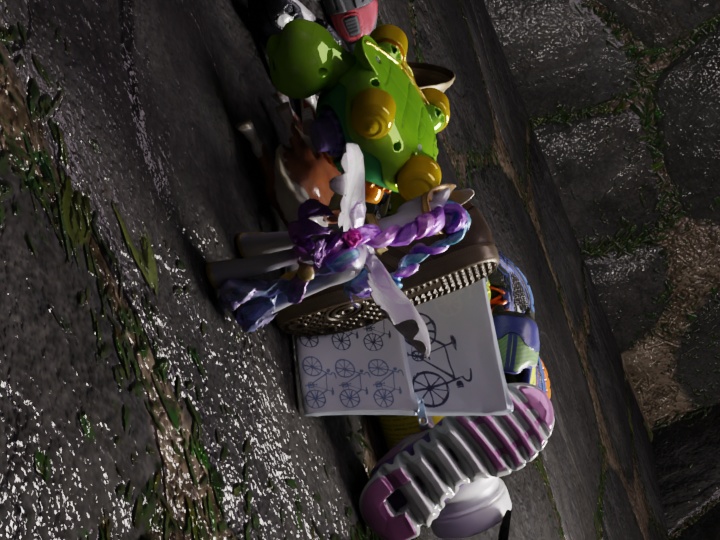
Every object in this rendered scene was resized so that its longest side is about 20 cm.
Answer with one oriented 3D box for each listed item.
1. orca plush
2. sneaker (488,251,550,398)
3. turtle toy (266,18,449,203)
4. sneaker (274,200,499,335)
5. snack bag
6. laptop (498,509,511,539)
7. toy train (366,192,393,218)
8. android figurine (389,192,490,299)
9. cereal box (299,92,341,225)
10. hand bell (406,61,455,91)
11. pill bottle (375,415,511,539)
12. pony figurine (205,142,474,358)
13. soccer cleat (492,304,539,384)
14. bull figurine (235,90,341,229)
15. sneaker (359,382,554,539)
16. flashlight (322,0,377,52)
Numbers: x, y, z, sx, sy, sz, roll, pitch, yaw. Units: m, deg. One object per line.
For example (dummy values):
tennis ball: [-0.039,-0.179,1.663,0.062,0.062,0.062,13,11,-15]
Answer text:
orca plush: [-0.072,-0.214,1.533,0.105,0.071,0.200,30,-8,14]
sneaker: [0.155,0.070,1.627,0.078,0.075,0.202,-25,95,-74]
turtle toy: [-0.001,-0.143,1.341,0.200,0.100,0.146,52,29,-28]
sneaker: [0.016,-0.004,1.303,0.071,0.198,0.076,85,-12,-67]
snack bag: [0.034,0.050,1.350,0.021,0.198,0.190,112,-24,-51]
laptop: [0.166,0.364,1.424,0.200,0.115,0.189,-65,166,-68]
toy train: [0.000,0.000,1.436,0.046,0.034,0.202,59,39,-54]
android figurine: [0.069,-0.024,1.518,0.201,0.041,0.182,62,-14,4]
cereal box: [-0.014,-0.068,1.567,0.144,0.039,0.201,56,21,-51]
hand bell: [0.045,-0.111,1.615,0.104,0.103,0.202,-70,162,-68]
pill bottle: [0.078,0.157,1.502,0.113,0.111,0.202,-59,130,-72]
pony figurine: [-0.013,-0.016,1.175,0.193,0.198,0.168,-54,126,-73]
soccer cleat: [0.142,0.108,1.503,0.201,0.064,0.084,85,13,-62]
bull figurine: [-0.055,-0.097,1.391,0.200,0.065,0.122,-66,134,-69]
sneaker: [0.083,0.164,1.390,0.081,0.199,0.088,57,-1,-8]
flashlight: [0.012,-0.256,1.856,0.068,0.067,0.202,16,-51,60]
